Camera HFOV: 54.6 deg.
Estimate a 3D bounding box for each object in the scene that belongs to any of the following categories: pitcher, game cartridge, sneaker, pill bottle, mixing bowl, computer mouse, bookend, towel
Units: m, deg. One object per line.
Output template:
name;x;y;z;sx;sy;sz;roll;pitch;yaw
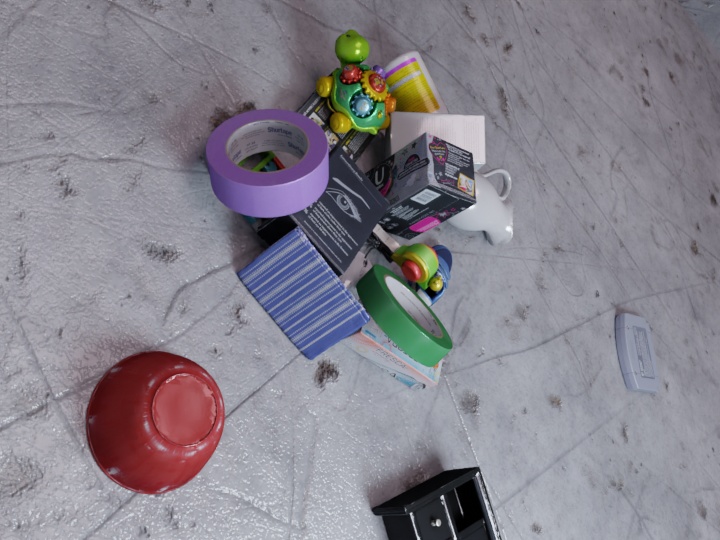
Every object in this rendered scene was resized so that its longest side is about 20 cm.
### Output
pitcher;0.259;-0.165;1.530;0.198;0.120;0.175;22;74;-39
game cartridge;0.726;0.217;1.836;0.132;0.040;0.204;15;64;-39
sneaker;0.145;0.016;1.395;0.074;0.082;0.201;47;49;-12
pill bottle;0.123;-0.361;1.508;0.104;0.104;0.203;-29;93;-42
mixing bowl;-0.262;0.201;0.965;0.198;0.108;0.204;16;64;-35
computer mouse;0.000;0.000;1.305;0.110;0.044;0.201;46;50;-18
bookend;0.144;0.473;1.209;0.198;0.092;0.203;-10;80;-41
towel;-0.092;0.042;1.155;0.201;0.144;0.024;51;22;-12

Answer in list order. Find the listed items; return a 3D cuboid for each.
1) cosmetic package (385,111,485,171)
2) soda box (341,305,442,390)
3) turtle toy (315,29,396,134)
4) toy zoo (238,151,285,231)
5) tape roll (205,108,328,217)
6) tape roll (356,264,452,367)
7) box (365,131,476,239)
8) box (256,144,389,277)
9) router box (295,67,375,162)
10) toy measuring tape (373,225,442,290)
cosmetic package;0.151;-0.261;1.423;0.196;0.071;0.104;1;84;-8
soda box;0.059;0.143;1.282;0.199;0.068;0.064;36;53;-23
turtle toy;-0.003;-0.355;1.332;0.144;0.101;0.203;-15;80;-43
toy zoo;-0.157;-0.126;1.238;0.201;0.020;0.132;51;49;-13
tape roll;-0.150;-0.179;1.138;0.196;0.066;0.203;0;48;0
tape roll;0.078;0.078;1.224;0.200;0.048;0.201;43;13;-12
box;0.108;-0.160;1.352;0.130;0.199;0.117;15;62;-34
box;-0.061;-0.093;1.221;0.148;0.104;0.201;47;49;-15
router box;-0.050;-0.282;1.366;0.149;0.051;0.201;45;50;-15
toy measuring tape;0.085;-0.043;1.302;0.200;0.074;0.073;48;48;6
